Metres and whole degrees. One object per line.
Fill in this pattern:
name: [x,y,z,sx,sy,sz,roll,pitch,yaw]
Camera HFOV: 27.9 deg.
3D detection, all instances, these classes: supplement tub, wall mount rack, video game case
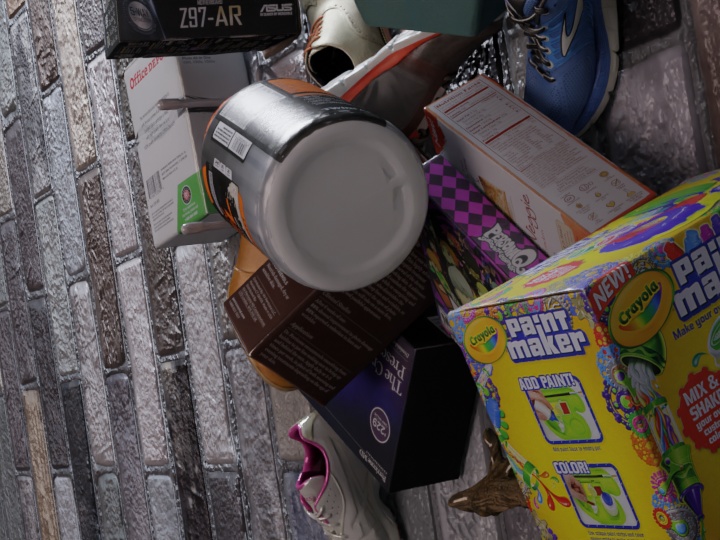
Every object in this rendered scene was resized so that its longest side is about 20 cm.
supplement tub: [-0.042,-0.068,1.028,0.200,0.122,0.123,-143,52,-64]
wall mount rack: [-0.104,-0.091,1.331,0.074,0.174,0.201,-17,78,19]
video game case: [0.112,0.040,1.017,0.200,0.036,0.182,49,164,37]

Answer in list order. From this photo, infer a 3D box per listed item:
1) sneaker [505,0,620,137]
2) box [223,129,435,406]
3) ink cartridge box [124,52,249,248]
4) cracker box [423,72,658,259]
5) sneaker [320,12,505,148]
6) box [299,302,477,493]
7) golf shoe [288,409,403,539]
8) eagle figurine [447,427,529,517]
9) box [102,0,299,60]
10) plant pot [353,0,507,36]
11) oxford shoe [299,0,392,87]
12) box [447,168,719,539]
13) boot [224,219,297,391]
sneaker: [0.126,-0.177,0.980,0.079,0.089,0.201,43,137,49]
box: [0.000,0.000,1.127,0.200,0.100,0.075,-42,43,9]
ink cartridge box: [-0.171,-0.139,1.510,0.146,0.084,0.201,-24,75,59]
cracker box: [0.129,-0.033,0.989,0.200,0.057,0.134,45,162,48]
sneaker: [0.041,-0.141,1.133,0.199,0.077,0.082,-30,101,28]
box: [0.015,0.073,1.243,0.200,0.078,0.142,43,134,49]
golf shoe: [-0.016,0.218,1.313,0.075,0.091,0.201,-13,86,58]
eagle figurine: [0.160,0.159,0.921,0.151,0.199,0.152,-58,31,25]
box: [-0.153,-0.227,1.337,0.200,0.159,0.044,-163,69,-77]
plant pot: [0.052,-0.274,1.005,0.140,0.141,0.201,11,122,24]
oxford shoe: [-0.018,-0.202,1.242,0.200,0.073,0.071,58,142,37]
box: [0.185,0.063,0.775,0.122,0.199,0.194,-14,102,60]
boot: [-0.054,-0.011,1.206,0.144,0.070,0.203,-29,72,52]
